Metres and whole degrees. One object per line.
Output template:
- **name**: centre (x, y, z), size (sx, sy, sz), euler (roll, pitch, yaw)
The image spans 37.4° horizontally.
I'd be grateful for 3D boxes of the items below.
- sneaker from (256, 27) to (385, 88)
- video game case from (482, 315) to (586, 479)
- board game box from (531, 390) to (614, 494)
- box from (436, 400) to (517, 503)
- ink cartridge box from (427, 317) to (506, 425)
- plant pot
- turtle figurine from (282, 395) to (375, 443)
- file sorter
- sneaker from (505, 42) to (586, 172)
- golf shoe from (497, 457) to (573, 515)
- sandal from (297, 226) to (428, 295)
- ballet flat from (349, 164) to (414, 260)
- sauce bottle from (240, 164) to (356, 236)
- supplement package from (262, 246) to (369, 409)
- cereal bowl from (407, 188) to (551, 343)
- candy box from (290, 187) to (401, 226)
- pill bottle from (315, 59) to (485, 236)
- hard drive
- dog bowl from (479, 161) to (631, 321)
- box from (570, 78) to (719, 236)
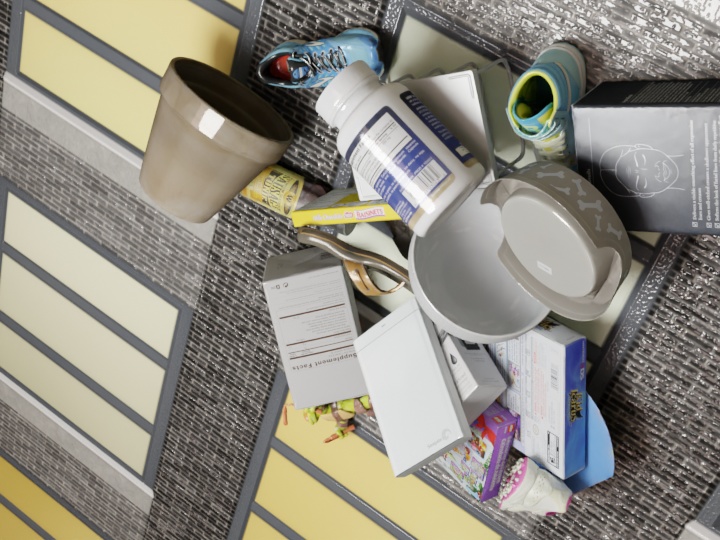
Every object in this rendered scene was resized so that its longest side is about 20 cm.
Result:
- **sneaker**: centre (-0.055, -0.272, 1.428), size (0.198, 0.090, 0.079), euler (-2, 111, 34)
- **video game case**: centre (0.225, 0.149, 1.425), size (0.181, 0.045, 0.203), euler (29, 130, 50)
- **board game box**: centre (0.287, 0.216, 1.451), size (0.159, 0.039, 0.200), euler (62, 151, 14)
- **box**: centre (0.134, 0.215, 1.521), size (0.200, 0.039, 0.139), euler (41, 134, 41)
- **ink cartridge box**: centre (0.101, 0.114, 1.462), size (0.116, 0.067, 0.201), euler (-51, 52, 30)
- **plant pot**: centre (-0.221, -0.170, 1.491), size (0.199, 0.200, 0.174), euler (40, 108, 11)
- **turtle figurine**: centre (-0.022, 0.215, 1.638), size (0.159, 0.065, 0.200), euler (-9, 153, 20)
- **file sorter**: centre (0.094, -0.182, 1.346), size (0.198, 0.124, 0.141), euler (-3, 109, 35)
- **sneaker**: centre (0.221, -0.158, 1.267), size (0.079, 0.130, 0.203), euler (2, 114, 32)
- **golf shoe**: centre (0.240, 0.309, 1.467), size (0.090, 0.200, 0.076), euler (24, 81, 8)
- **sandal**: centre (0.000, 0.000, 1.410), size (0.198, 0.082, 0.055), euler (24, 86, 3)
- **ballet flat**: centre (0.045, -0.106, 1.476), size (0.067, 0.046, 0.202), euler (-31, 88, 44)
- **sauce bottle**: centre (-0.094, -0.109, 1.552), size (0.198, 0.066, 0.067), euler (24, 124, 23)
- **supplement package**: centre (-0.061, 0.079, 1.559), size (0.118, 0.121, 0.203), euler (-12, 109, 2)
- **cereal bowl**: centre (0.152, 0.001, 1.360), size (0.200, 0.200, 0.083), euler (47, 159, 5)
- **candy box**: centre (0.012, -0.089, 1.409), size (0.198, 0.102, 0.027), euler (-2, 108, 39)
- **pill bottle**: centre (0.042, -0.147, 1.247), size (0.200, 0.111, 0.111), euler (47, 130, 7)
- **hard drive**: centre (0.065, 0.156, 1.424), size (0.132, 0.026, 0.202), euler (-37, 60, 35)
- **dog bowl**: centre (0.230, -0.038, 1.237), size (0.200, 0.058, 0.201), euler (43, 158, 22)
- **box**: centre (0.353, -0.130, 1.204), size (0.198, 0.107, 0.151), euler (5, 116, 32)
